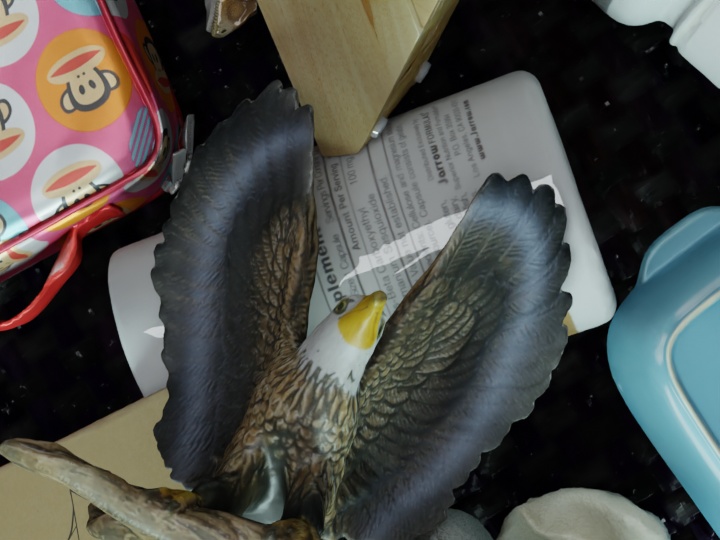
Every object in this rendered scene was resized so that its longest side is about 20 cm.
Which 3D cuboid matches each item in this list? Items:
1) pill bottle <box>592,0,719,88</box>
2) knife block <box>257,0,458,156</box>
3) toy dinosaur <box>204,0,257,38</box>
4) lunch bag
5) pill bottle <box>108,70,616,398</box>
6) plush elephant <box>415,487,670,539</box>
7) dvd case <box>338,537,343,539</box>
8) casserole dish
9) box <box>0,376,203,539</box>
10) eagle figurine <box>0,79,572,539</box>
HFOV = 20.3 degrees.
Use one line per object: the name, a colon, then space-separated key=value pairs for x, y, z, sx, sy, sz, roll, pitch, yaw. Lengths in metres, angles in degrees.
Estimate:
pill bottle: x=0.114 y=-0.177 z=0.851 sx=0.200 sy=0.114 sz=0.114 roll=43 pitch=95 yaw=5
knife block: x=-0.028 y=-0.166 z=0.792 sx=0.175 sy=0.064 sz=0.200 roll=33 pitch=134 yaw=5
toy dinosaur: x=-0.085 y=-0.198 z=0.852 sx=0.106 sy=0.061 sz=0.201 roll=-6 pitch=124 yaw=5
lunch bag: x=-0.182 y=-0.059 z=0.906 sx=0.199 sy=0.082 sz=0.177 roll=-26 pitch=88 yaw=6
pill bottle: x=0.000 y=0.000 z=0.866 sx=0.199 sy=0.114 sz=0.115 roll=-20 pitch=88 yaw=7
plush elephant: x=0.061 y=0.173 z=0.847 sx=0.154 sy=0.200 sz=0.166 roll=4 pitch=106 yaw=-14
dvd case: x=-0.081 y=0.161 z=0.862 sx=0.200 sy=0.025 sz=0.151 roll=2 pitch=91 yaw=49
casserole dish: x=0.193 y=0.063 z=0.858 sx=0.121 sy=0.039 sz=0.200 roll=-36 pitch=97 yaw=-3
box: x=-0.108 y=0.149 z=0.856 sx=0.200 sy=0.021 sz=0.164 roll=-25 pitch=73 yaw=46
eagle figurine: x=-0.016 y=0.040 z=0.751 sx=0.150 sy=0.200 sz=0.152 roll=-18 pitch=120 yaw=33
